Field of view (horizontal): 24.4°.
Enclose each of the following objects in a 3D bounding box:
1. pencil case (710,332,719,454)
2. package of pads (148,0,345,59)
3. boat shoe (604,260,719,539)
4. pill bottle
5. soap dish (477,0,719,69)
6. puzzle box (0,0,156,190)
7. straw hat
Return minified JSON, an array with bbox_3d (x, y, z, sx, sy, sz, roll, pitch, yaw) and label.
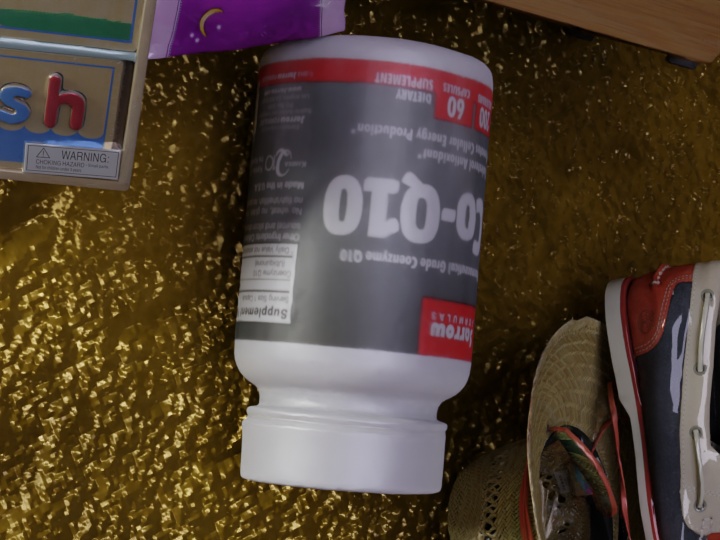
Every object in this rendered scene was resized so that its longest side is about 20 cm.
[{"bbox_3d":[0.227,0.116,0.909,0.085,0.083,0.202,-21,102,-62],"label":"pencil case"},{"bbox_3d":[-0.059,-0.192,0.690,0.120,0.076,0.202,-14,126,-32],"label":"package of pads"},{"bbox_3d":[0.176,0.095,0.848,0.071,0.062,0.202,-8,86,-64],"label":"boat shoe"},{"bbox_3d":[0.000,0.000,0.784,0.113,0.114,0.202,6,85,-25],"label":"pill bottle"},{"bbox_3d":[0.083,-0.163,0.813,0.198,0.157,0.082,11,100,-24],"label":"soap dish"},{"bbox_3d":[-0.178,-0.100,0.645,0.198,0.026,0.134,4,127,-13],"label":"puzzle box"},{"bbox_3d":[0.091,0.125,0.835,0.201,0.084,0.203,34,49,-52],"label":"straw hat"}]
